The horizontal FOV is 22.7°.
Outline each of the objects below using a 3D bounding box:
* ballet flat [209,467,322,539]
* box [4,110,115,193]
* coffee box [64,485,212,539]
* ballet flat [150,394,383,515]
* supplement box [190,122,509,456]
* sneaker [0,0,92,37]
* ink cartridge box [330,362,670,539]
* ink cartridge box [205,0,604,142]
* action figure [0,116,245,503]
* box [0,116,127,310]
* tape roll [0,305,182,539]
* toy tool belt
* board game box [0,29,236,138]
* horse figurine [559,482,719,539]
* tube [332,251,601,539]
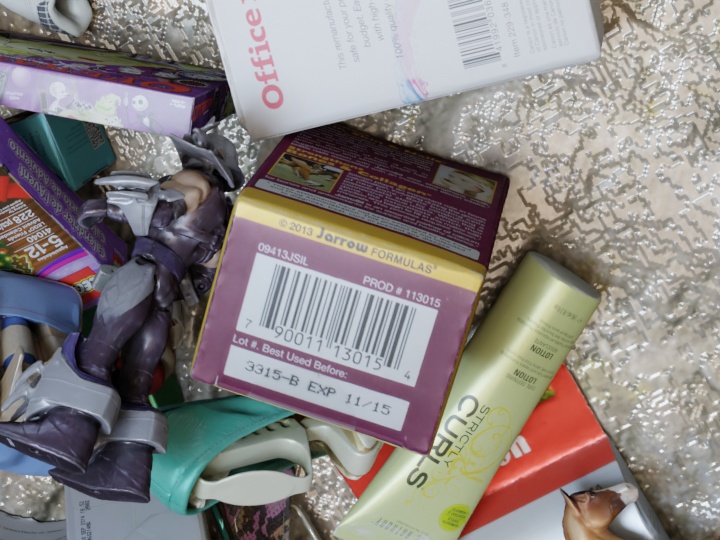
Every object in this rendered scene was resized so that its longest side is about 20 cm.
[{"bbox_3d":[-0.042,0.211,1.100,0.071,0.069,0.202,-14,104,-7],"label":"ballet flat"},{"bbox_3d":[-0.249,-0.045,1.044,0.199,0.082,0.049,-19,102,14],"label":"box"},{"bbox_3d":[-0.116,0.214,1.047,0.079,0.113,0.201,-10,124,-6],"label":"coffee box"},{"bbox_3d":[-0.032,0.093,1.006,0.071,0.199,0.068,55,147,31],"label":"ballet flat"},{"bbox_3d":[0.000,0.000,0.954,0.130,0.200,0.104,17,109,4],"label":"supplement box"},{"bbox_3d":[-0.152,-0.208,0.961,0.080,0.077,0.200,37,142,-2],"label":"sneaker"},{"bbox_3d":[0.095,0.166,1.067,0.161,0.050,0.201,-28,103,15],"label":"ink cartridge box"},{"bbox_3d":[0.020,-0.167,0.963,0.198,0.086,0.149,-11,105,14],"label":"ink cartridge box"},{"bbox_3d":[-0.109,0.009,0.894,0.069,0.130,0.201,13,68,22],"label":"action figure"},{"bbox_3d":[-0.247,-0.002,0.990,0.199,0.039,0.137,-23,138,17],"label":"box"},{"bbox_3d":[-0.208,0.098,1.098,0.199,0.048,0.202,3,107,9],"label":"tape roll"},{"bbox_3d":[-0.189,0.066,0.954,0.199,0.124,0.125,12,137,-24],"label":"toy tool belt"},{"bbox_3d":[-0.175,-0.109,0.994,0.198,0.120,0.033,11,108,5],"label":"board game box"},{"bbox_3d":[0.195,0.211,1.017,0.131,0.050,0.202,-12,102,10],"label":"horse figurine"},{"bbox_3d":[0.067,0.086,1.033,0.058,0.052,0.201,36,102,15],"label":"tube"}]
